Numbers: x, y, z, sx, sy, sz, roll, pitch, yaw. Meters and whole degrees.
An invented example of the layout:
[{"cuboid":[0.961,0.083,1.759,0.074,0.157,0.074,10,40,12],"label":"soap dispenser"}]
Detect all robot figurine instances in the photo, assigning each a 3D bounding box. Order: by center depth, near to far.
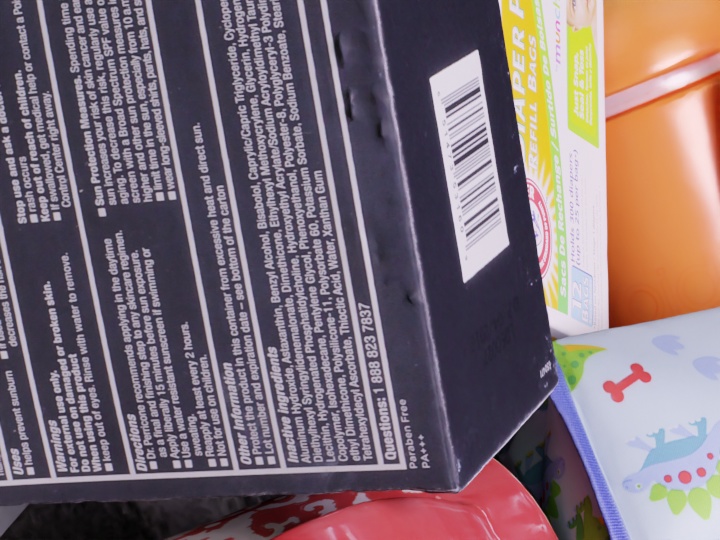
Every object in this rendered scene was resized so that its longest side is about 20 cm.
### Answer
[{"cuboid":[0.134,-0.042,1.066,0.116,0.144,0.201,-21,92,12],"label":"robot figurine"}]

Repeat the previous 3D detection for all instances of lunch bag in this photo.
[{"cuboid":[0.156,0.114,0.933,0.169,0.128,0.201,-11,64,-19],"label":"lunch bag"}]

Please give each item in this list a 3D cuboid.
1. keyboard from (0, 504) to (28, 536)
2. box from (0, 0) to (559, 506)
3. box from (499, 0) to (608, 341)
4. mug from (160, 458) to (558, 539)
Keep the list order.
[{"cuboid":[-0.143,0.079,0.907,0.200,0.011,0.057,-53,141,-64],"label":"keyboard"},{"cuboid":[-0.054,-0.033,0.856,0.123,0.197,0.201,-36,120,-64],"label":"box"},{"cuboid":[0.029,-0.068,0.983,0.112,0.101,0.201,22,65,-60],"label":"box"},{"cuboid":[-0.017,0.141,0.864,0.199,0.177,0.134,-21,96,-36],"label":"mug"}]
